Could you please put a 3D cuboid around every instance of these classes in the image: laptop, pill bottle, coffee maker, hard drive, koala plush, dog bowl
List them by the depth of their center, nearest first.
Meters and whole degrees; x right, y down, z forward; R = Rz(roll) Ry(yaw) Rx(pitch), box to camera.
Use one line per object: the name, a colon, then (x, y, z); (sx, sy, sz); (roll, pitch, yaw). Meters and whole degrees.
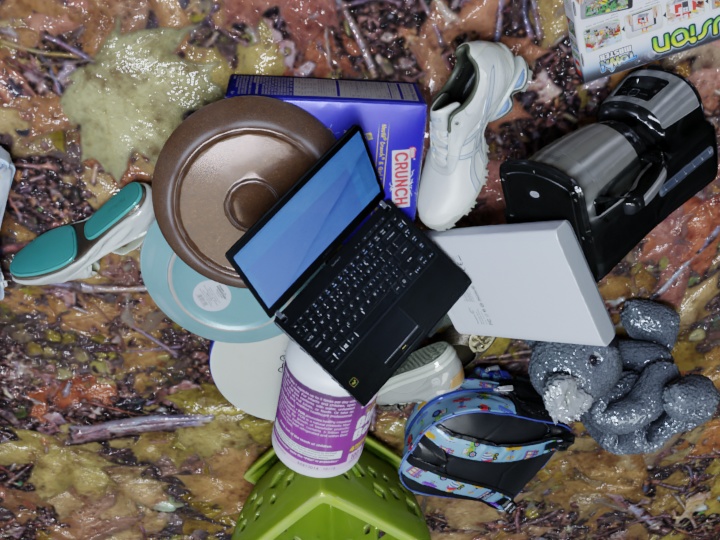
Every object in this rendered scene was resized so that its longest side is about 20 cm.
laptop: (0.000, 0.000, 0.743); (0.200, 0.103, 0.177); (44, 76, -5)
coffee maker: (0.254, -0.082, 0.801); (0.200, 0.135, 0.192); (-36, 148, -21)
hard drive: (0.151, 0.013, 0.803); (0.027, 0.200, 0.132); (-40, 112, -29)
pill bottle: (-0.034, 0.127, 0.873); (0.112, 0.112, 0.200); (6, 125, -9)
dog bowl: (-0.085, 0.091, 0.959); (0.200, 0.079, 0.200); (-2, 125, -3)
koala plush: (0.289, 0.132, 0.962); (0.200, 0.178, 0.184); (17, 128, -23)

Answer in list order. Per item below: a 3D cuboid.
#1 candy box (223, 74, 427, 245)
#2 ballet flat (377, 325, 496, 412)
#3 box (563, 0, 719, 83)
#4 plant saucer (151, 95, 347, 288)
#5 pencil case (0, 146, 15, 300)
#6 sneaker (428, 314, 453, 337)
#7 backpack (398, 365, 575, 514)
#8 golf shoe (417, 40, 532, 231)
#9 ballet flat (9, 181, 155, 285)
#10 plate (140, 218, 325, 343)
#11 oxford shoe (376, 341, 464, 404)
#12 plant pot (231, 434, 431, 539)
candy box: (-0.039, -0.113, 0.822); (0.200, 0.077, 0.169); (2, 124, -5)
ballet flat: (0.101, 0.128, 1.020); (0.200, 0.046, 0.067); (-36, 121, 19)
box: (0.305, -0.270, 0.766); (0.200, 0.035, 0.110); (-17, 125, 7)
plant saucer: (-0.104, -0.068, 0.763); (0.200, 0.034, 0.201); (-3, 113, -7)
pencil case: (-0.425, -0.044, 0.833); (0.091, 0.083, 0.200); (13, 122, -11)
sneaker: (0.109, 0.051, 0.949); (0.114, 0.076, 0.199); (38, 109, -19)
backpack: (0.142, 0.214, 1.015); (0.200, 0.135, 0.183); (13, 125, -24)
golf shoe: (0.090, -0.138, 0.788); (0.097, 0.078, 0.200); (3, 113, -47)
ballet flat: (-0.299, -0.028, 0.874); (0.200, 0.069, 0.069); (-28, 122, 14)
plate: (-0.136, 0.006, 0.834); (0.200, 0.026, 0.200); (-2, 124, -2)
oxford shoe: (0.051, 0.143, 0.976); (0.200, 0.075, 0.058); (-25, 109, 43)
plant pot: (-0.045, 0.319, 1.061); (0.199, 0.182, 0.200); (35, 115, -26)
